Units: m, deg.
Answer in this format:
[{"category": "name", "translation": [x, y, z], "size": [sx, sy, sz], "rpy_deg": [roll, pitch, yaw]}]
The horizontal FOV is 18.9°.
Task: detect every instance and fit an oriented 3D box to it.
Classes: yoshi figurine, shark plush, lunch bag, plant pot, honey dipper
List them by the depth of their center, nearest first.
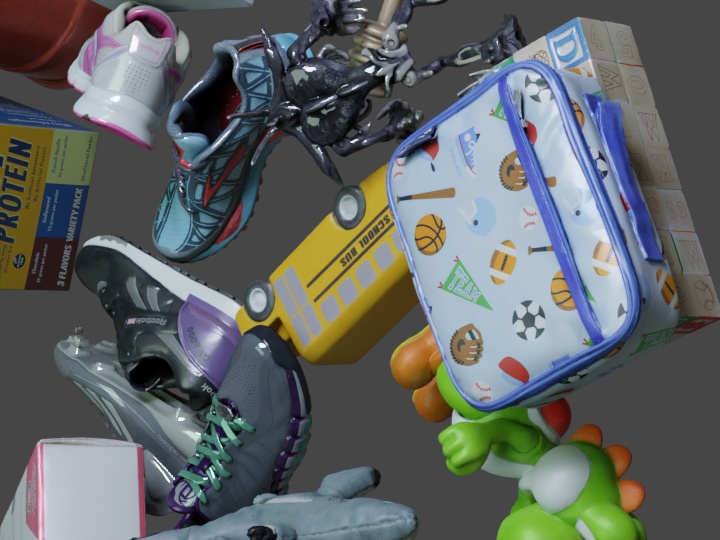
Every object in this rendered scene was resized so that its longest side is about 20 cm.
[{"category": "lunch bag", "translation": [0.104, -0.025, 1.318], "size": [0.160, 0.075, 0.201], "rpy_deg": [-32, 69, 36]}, {"category": "yoshi figurine", "translation": [0.093, 0.132, 1.390], "size": [0.200, 0.112, 0.113], "rpy_deg": [45, 134, 32]}, {"category": "shark plush", "translation": [-0.059, 0.172, 1.486], "size": [0.198, 0.083, 0.092], "rpy_deg": [8, 85, 3]}, {"category": "honey dipper", "translation": [0.033, -0.219, 1.498], "size": [0.038, 0.038, 0.201], "rpy_deg": [29, 105, 40]}, {"category": "plant pot", "translation": [-0.305, -0.250, 1.705], "size": [0.200, 0.194, 0.203], "rpy_deg": [-1, 88, 43]}]

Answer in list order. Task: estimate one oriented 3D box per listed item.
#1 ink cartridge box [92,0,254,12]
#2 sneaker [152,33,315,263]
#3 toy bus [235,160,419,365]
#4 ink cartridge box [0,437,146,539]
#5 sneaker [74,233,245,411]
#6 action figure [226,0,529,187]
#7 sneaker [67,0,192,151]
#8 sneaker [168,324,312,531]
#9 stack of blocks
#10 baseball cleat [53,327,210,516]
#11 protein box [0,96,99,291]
[{"category": "ink cartridge box", "translation": [-0.135, -0.298, 1.595], "size": [0.145, 0.084, 0.202], "rpy_deg": [1, 77, 42]}, {"category": "sneaker", "translation": [-0.115, -0.094, 1.589], "size": [0.079, 0.095, 0.201], "rpy_deg": [46, 118, 33]}, {"category": "toy bus", "translation": [0.000, 0.000, 1.501], "size": [0.200, 0.065, 0.079], "rpy_deg": [-45, 62, 32]}, {"category": "ink cartridge box", "translation": [-0.216, 0.228, 1.615], "size": [0.200, 0.082, 0.148], "rpy_deg": [124, 145, -60]}, {"category": "sneaker", "translation": [-0.163, 0.039, 1.620], "size": [0.199, 0.076, 0.088], "rpy_deg": [23, 68, 42]}, {"category": "action figure", "translation": [0.011, -0.134, 1.446], "size": [0.199, 0.102, 0.120], "rpy_deg": [-25, 97, 8]}, {"category": "sneaker", "translation": [-0.164, -0.156, 1.613], "size": [0.089, 0.081, 0.200], "rpy_deg": [-62, 17, 11]}, {"category": "sneaker", "translation": [-0.090, 0.132, 1.523], "size": [0.074, 0.087, 0.201], "rpy_deg": [39, 137, 33]}, {"category": "stack of blocks", "translation": [0.141, -0.043, 1.373], "size": [0.115, 0.058, 0.202], "rpy_deg": [-28, 70, 39]}, {"category": "baseball cleat", "translation": [-0.176, 0.124, 1.657], "size": [0.199, 0.069, 0.107], "rpy_deg": [28, 107, 41]}, {"category": "protein box", "translation": [-0.356, -0.076, 1.744], "size": [0.199, 0.198, 0.136], "rpy_deg": [21, 103, 41]}]
